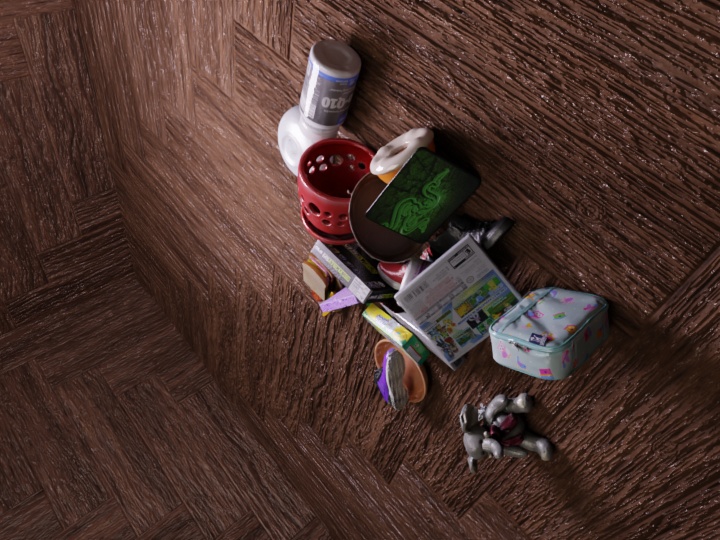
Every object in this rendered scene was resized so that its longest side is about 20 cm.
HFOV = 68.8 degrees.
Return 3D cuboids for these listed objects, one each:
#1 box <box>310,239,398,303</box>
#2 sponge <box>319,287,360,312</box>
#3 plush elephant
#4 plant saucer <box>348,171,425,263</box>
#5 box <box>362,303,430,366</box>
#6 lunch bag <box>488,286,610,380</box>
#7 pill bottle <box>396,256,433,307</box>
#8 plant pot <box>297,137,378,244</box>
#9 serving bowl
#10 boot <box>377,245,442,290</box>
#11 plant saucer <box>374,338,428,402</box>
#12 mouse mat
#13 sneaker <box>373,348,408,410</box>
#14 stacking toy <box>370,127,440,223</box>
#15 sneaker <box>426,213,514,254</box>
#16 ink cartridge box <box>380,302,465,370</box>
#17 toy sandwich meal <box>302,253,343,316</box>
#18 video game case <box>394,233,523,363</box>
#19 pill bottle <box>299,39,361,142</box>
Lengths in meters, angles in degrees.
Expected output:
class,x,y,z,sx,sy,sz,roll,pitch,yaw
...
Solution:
class,x,y,z,sx,sy,sz,roll,pitch,yaw
box,0.000,0.000,1.312,0.200,0.192,0.048,44,113,24
sponge,-0.024,0.067,1.460,0.199,0.111,0.030,-18,102,56
plush elephant,0.306,0.378,1.207,0.199,0.154,0.167,-3,113,53
plant saucer,0.060,-0.116,1.128,0.203,0.198,0.032,64,157,-7
box,0.084,0.159,1.382,0.200,0.048,0.117,38,173,46
lunch bag,0.328,0.103,0.928,0.159,0.198,0.078,17,127,48
pill bottle,0.185,0.054,1.117,0.197,0.113,0.113,19,136,9
plant pot,-0.053,-0.178,1.237,0.201,0.199,0.183,47,151,19
serving bowl,-0.158,-0.325,1.384,0.199,0.065,0.203,33,137,36
boot,0.127,-0.016,1.234,0.198,0.072,0.146,27,134,30
plant saucer,0.120,0.278,1.493,0.199,0.037,0.203,32,137,36
mouse mat,0.122,-0.142,1.049,0.200,0.159,0.008,-48,31,38
sneaker,0.074,0.294,1.472,0.099,0.069,0.203,27,134,43
stacking toy,0.123,-0.175,1.085,0.145,0.146,0.201,1,131,53
sneaker,0.219,-0.076,1.067,0.105,0.060,0.200,50,149,9
ink cartridge box,0.151,0.144,1.283,0.200,0.057,0.163,42,175,43
toy sandwich meal,-0.124,0.049,1.617,0.204,0.070,0.208,33,139,35
video game case,0.197,0.060,1.045,0.199,0.022,0.183,-40,93,19
pill bottle,-0.075,-0.392,1.175,0.114,0.113,0.201,48,146,17
